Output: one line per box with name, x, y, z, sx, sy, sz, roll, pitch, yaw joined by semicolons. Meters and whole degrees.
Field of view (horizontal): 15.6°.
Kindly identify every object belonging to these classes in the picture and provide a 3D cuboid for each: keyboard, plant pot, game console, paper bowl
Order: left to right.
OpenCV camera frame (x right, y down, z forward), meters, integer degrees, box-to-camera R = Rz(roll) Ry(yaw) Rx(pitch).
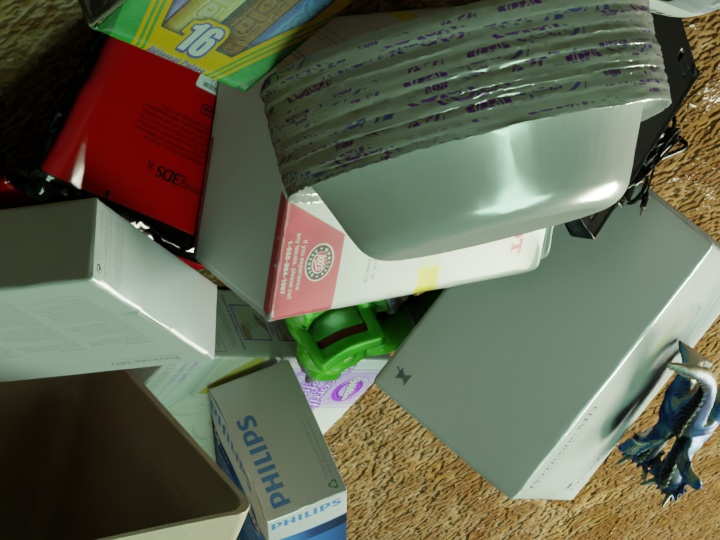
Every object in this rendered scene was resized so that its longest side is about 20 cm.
plant pot;-0.212;0.174;1.580;0.199;0.200;0.178;-9;127;-35
game console;-0.146;-0.067;1.484;0.200;0.118;0.173;23;94;-57
paper bowl;0.056;-0.068;1.306;0.199;0.105;0.201;-13;177;-1
keyboard;0.146;-0.087;1.546;0.039;0.105;0.200;-3;-149;32

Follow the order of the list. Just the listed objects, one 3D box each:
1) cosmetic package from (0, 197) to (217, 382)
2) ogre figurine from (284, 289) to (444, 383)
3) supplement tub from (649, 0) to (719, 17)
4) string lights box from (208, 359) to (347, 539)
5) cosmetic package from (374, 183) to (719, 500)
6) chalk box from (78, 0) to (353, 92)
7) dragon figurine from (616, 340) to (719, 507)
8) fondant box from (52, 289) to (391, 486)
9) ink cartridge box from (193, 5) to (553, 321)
cosmetic package;-0.200;0.017;1.461;0.199;0.052;0.151;-6;157;21
ogre figurine;0.000;0.000;1.644;0.120;0.098;0.200;-34;166;-11
supplement tub;0.117;-0.204;1.313;0.199;0.123;0.122;11;135;-47
string lights box;-0.053;0.155;1.732;0.059;0.103;0.200;-20;153;-11
cosmetic package;0.134;0.035;1.679;0.200;0.123;0.200;-52;164;6
chalk box;-0.040;-0.201;1.227;0.200;0.125;0.124;-37;151;22
dragon figurine;0.202;0.102;1.665;0.100;0.059;0.200;-60;173;2
fondant box;-0.097;0.078;1.735;0.199;0.058;0.144;1;142;-44
ink cartridge box;0.017;-0.066;1.488;0.199;0.083;0.146;-9;120;-36
